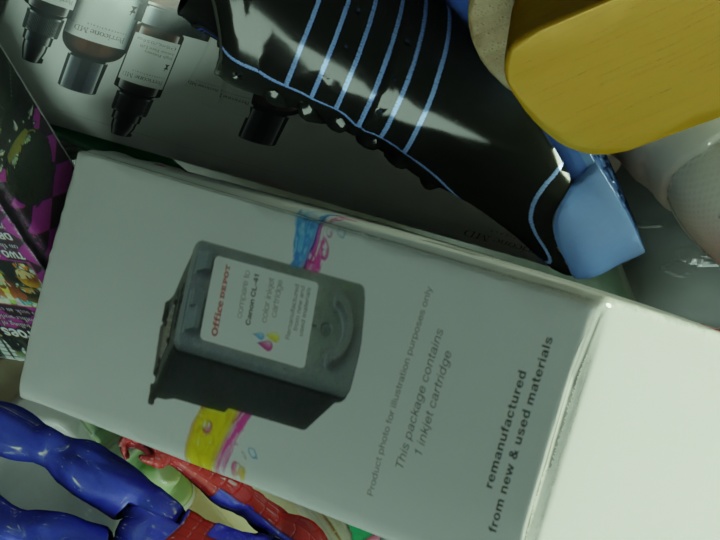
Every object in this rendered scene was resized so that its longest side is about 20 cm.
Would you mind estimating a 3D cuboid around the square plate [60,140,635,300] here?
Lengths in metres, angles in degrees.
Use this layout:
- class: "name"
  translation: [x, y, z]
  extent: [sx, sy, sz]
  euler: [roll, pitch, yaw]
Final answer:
- class: "square plate"
  translation: [0.000, 0.000, 0.968]
  extent: [0.197, 0.029, 0.200]
  euler: [-9, 141, 14]

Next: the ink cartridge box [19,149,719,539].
- class: "ink cartridge box"
  translation: [0.020, 0.033, 0.795]
  extent: [0.199, 0.086, 0.147]
  euler: [16, -179, 39]

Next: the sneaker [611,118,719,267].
- class: "sneaker"
  translation: [0.141, -0.014, 0.844]
  extent: [0.074, 0.087, 0.200]
  euler: [-39, 161, 19]

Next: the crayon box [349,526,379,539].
- class: "crayon box"
  translation: [0.055, 0.104, 1.066]
  extent: [0.199, 0.059, 0.119]
  euler: [-6, 168, -8]

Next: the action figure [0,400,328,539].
- class: "action figure"
  translation: [-0.079, 0.086, 0.879]
  extent: [0.199, 0.066, 0.052]
  euler: [24, 166, -2]

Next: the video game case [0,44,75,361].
- class: "video game case"
  translation: [-0.183, -0.044, 0.843]
  extent: [0.199, 0.036, 0.182]
  euler: [7, 143, 31]

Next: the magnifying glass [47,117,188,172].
- class: "magnifying glass"
  translation: [-0.066, -0.020, 0.897]
  extent: [0.199, 0.023, 0.079]
  euler: [22, 156, -29]

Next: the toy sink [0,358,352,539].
- class: "toy sink"
  translation: [-0.116, 0.097, 0.975]
  extent: [0.131, 0.112, 0.200]
  euler: [53, 151, -8]

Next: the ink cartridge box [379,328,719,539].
- class: "ink cartridge box"
  translation: [0.110, 0.091, 0.872]
  extent: [0.199, 0.147, 0.084]
  euler: [5, 178, 34]

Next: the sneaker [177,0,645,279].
- class: "sneaker"
  translation: [0.001, -0.067, 0.759]
  extent: [0.078, 0.070, 0.200]
  euler: [-35, 104, 10]

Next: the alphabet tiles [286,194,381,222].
- class: "alphabet tiles"
  translation: [-0.042, 0.027, 1.046]
  extent: [0.199, 0.015, 0.196]
  euler: [-1, 144, 8]

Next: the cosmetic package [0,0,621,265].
- class: "cosmetic package"
  translation: [-0.014, -0.067, 0.829]
  extent: [0.199, 0.051, 0.083]
  euler: [15, 136, -13]

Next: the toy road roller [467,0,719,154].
- class: "toy road roller"
  translation: [0.095, -0.136, 0.662]
  extent: [0.199, 0.123, 0.146]
  euler: [-23, 128, 31]
